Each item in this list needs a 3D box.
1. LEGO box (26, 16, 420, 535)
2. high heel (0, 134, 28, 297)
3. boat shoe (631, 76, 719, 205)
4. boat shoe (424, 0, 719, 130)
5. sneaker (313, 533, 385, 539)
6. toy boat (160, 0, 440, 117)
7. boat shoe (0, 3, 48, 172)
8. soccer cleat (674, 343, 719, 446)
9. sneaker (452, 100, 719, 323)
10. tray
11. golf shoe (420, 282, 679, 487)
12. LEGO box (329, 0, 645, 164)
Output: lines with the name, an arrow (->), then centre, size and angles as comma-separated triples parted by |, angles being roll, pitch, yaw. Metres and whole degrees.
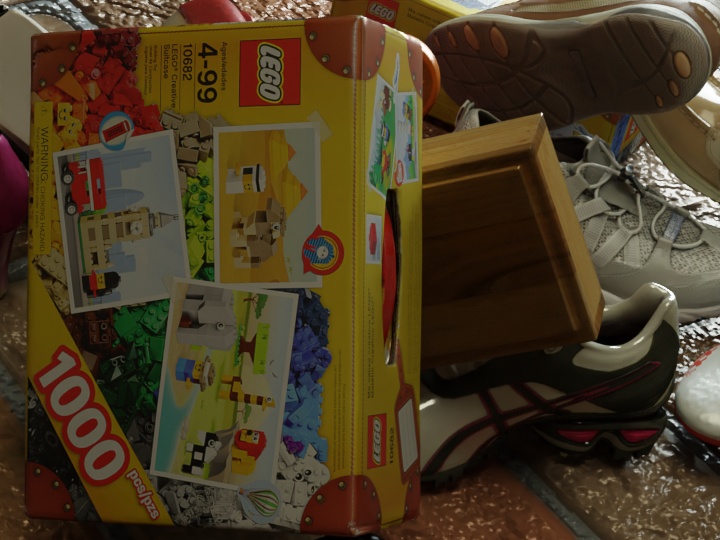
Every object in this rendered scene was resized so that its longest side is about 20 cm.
LEGO box -> -0.056, 0.003, 0.771 | 0.149, 0.201, 0.077 | -1, -1, 21
high heel -> -0.223, -0.078, 0.967 | 0.067, 0.096, 0.200 | -6, 39, -23
boat shoe -> 0.230, -0.067, 1.060 | 0.200, 0.065, 0.071 | 46, 42, 4
boat shoe -> 0.124, -0.124, 1.046 | 0.200, 0.076, 0.072 | 7, 36, 44
sneaker -> -0.041, 0.144, 0.724 | 0.070, 0.090, 0.200 | 33, 40, 26
toy boat -> -0.016, -0.078, 0.980 | 0.131, 0.131, 0.200 | -32, 47, -2
boat shoe -> -0.132, -0.059, 0.993 | 0.200, 0.075, 0.093 | 48, 1, 5
soccer cleat -> 0.237, 0.034, 0.966 | 0.200, 0.085, 0.069 | -19, 46, -37
sneaker -> 0.131, -0.032, 1.027 | 0.200, 0.082, 0.075 | 17, 36, 6
tray -> 0.000, 0.000, 0.842 | 0.200, 0.099, 0.037 | -12, 27, 21
golf shoe -> 0.060, 0.047, 0.893 | 0.200, 0.088, 0.077 | -7, 41, -21
LEGO box -> 0.100, -0.148, 1.181 | 0.200, 0.077, 0.149 | 26, 37, 18
